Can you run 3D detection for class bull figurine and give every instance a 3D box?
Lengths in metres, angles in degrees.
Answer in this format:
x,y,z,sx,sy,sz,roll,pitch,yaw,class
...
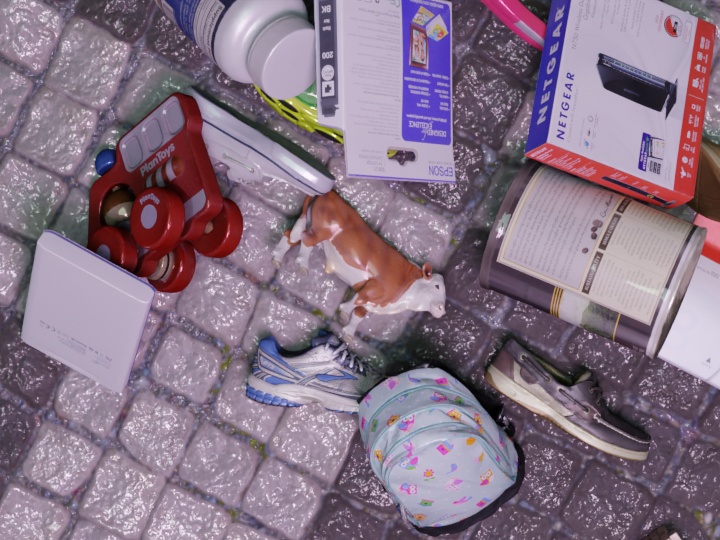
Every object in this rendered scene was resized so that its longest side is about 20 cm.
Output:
x,y,z,sx,sy,sz,roll,pitch,yaw,class
0.000,0.000,1.644,0.200,0.065,0.121,43,63,6,bull figurine

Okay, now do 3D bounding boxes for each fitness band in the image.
x,y,z,sx,sy,sz,roll,pitch,yaw,class
0.199,-0.318,1.596,0.199,0.037,0.144,39,77,-16,fitness band

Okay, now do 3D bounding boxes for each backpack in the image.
x,y,z,sx,sy,sz,roll,pitch,yaw,class
0.083,0.189,1.598,0.166,0.127,0.200,-34,134,3,backpack

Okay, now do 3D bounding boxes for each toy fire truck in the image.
x,y,z,sx,sy,sz,roll,pitch,yaw,class
-0.228,-0.076,1.632,0.199,0.111,0.170,-33,65,34,toy fire truck

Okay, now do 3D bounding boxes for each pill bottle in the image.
x,y,z,sx,sy,sz,roll,pitch,yaw,class
-0.124,-0.266,1.568,0.111,0.111,0.200,-49,57,7,pill bottle

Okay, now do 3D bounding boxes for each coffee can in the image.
x,y,z,sx,sy,sz,roll,pitch,yaw,class
0.242,-0.013,1.573,0.198,0.146,0.148,23,97,16,coffee can

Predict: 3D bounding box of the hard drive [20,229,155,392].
x,y,z,sx,sy,sz,roll,pitch,yaw,class
-0.297,0.048,1.625,0.131,0.201,0.025,28,54,1,hard drive

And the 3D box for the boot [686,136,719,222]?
x,y,z,sx,sy,sz,roll,pitch,yaw,class
0.434,-0.103,1.606,0.154,0.200,0.073,-21,132,-28,boot

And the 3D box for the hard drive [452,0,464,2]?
x,y,z,sx,sy,sz,roll,pitch,yaw,class
0.015,-0.314,1.584,0.197,0.140,0.033,6,94,3,hard drive

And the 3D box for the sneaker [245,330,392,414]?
x,y,z,sx,sy,sz,roll,pitch,yaw,class
-0.027,0.111,1.661,0.197,0.077,0.086,5,92,2,sneaker

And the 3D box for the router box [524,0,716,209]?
x,y,z,sx,sy,sz,roll,pitch,yaw,class
0.271,-0.187,1.557,0.178,0.049,0.202,18,72,-20,router box

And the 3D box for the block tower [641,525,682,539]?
x,y,z,sx,sy,sz,roll,pitch,yaw,class
0.280,0.361,1.675,0.199,0.058,0.054,-35,93,8,block tower

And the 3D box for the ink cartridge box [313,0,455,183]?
x,y,z,sx,sy,sz,roll,pitch,yaw,class
0.028,-0.192,1.563,0.043,0.197,0.203,-3,88,38,ink cartridge box

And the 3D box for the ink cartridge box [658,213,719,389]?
x,y,z,sx,sy,sz,roll,pitch,yaw,class
0.412,0.027,1.638,0.159,0.047,0.202,27,99,1,ink cartridge box

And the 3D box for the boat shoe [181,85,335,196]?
x,y,z,sx,sy,sz,roll,pitch,yaw,class
-0.122,-0.126,1.650,0.199,0.073,0.067,33,102,13,boat shoe

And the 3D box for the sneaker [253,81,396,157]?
x,y,z,sx,sy,sz,roll,pitch,yaw,class
-0.037,-0.194,1.642,0.198,0.074,0.084,28,75,0,sneaker

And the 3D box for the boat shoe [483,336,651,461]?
x,y,z,sx,sy,sz,roll,pitch,yaw,class
0.234,0.140,1.648,0.199,0.072,0.067,27,102,5,boat shoe
